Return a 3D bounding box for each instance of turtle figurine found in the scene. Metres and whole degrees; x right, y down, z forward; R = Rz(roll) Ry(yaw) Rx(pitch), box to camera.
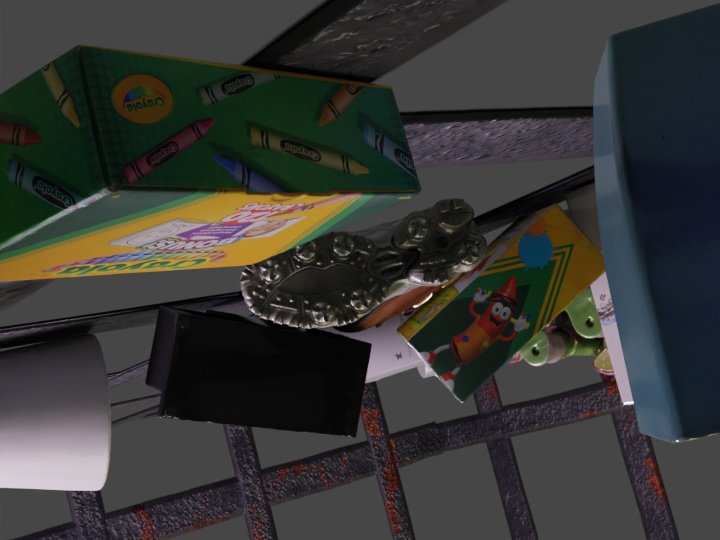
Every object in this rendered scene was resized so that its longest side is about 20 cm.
[{"bbox_3d":[0.236,0.029,1.163,0.143,0.202,0.193,9,-176,38],"label":"turtle figurine"}]

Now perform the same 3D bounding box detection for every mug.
[{"bbox_3d":[-0.331,0.145,1.103,0.152,0.151,0.187,-3,161,-24],"label":"mug"}]

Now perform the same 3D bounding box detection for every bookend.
[{"bbox_3d":[-0.126,0.089,1.114,0.199,0.093,0.198,11,179,-31],"label":"bookend"}]

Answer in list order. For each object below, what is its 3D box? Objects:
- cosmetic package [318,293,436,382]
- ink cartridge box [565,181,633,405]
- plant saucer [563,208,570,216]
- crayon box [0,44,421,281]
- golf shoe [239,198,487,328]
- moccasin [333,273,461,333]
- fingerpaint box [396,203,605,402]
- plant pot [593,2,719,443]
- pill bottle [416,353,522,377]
[{"bbox_3d":[0.035,0.051,1.223,0.081,0.114,0.199,-9,168,-41],"label":"cosmetic package"},{"bbox_3d":[0.303,0.001,1.027,0.147,0.202,0.144,-8,170,-43],"label":"ink cartridge box"},{"bbox_3d":[0.226,-0.040,1.222,0.199,0.035,0.200,-14,173,-2],"label":"plant saucer"},{"bbox_3d":[-0.079,-0.042,0.513,0.118,0.059,0.199,-21,171,36],"label":"crayon box"},{"bbox_3d":[0.000,0.000,0.935,0.198,0.079,0.097,-12,178,-10],"label":"golf shoe"},{"bbox_3d":[0.031,0.009,1.084,0.077,0.074,0.201,0,155,-35],"label":"moccasin"},{"bbox_3d":[0.119,0.028,1.018,0.167,0.073,0.200,-43,180,-1],"label":"fingerpaint box"},{"bbox_3d":[0.193,-0.029,0.598,0.140,0.202,0.141,-15,173,5],"label":"plant pot"},{"bbox_3d":[0.204,0.142,2.209,0.198,0.113,0.112,-14,173,-11],"label":"pill bottle"}]
